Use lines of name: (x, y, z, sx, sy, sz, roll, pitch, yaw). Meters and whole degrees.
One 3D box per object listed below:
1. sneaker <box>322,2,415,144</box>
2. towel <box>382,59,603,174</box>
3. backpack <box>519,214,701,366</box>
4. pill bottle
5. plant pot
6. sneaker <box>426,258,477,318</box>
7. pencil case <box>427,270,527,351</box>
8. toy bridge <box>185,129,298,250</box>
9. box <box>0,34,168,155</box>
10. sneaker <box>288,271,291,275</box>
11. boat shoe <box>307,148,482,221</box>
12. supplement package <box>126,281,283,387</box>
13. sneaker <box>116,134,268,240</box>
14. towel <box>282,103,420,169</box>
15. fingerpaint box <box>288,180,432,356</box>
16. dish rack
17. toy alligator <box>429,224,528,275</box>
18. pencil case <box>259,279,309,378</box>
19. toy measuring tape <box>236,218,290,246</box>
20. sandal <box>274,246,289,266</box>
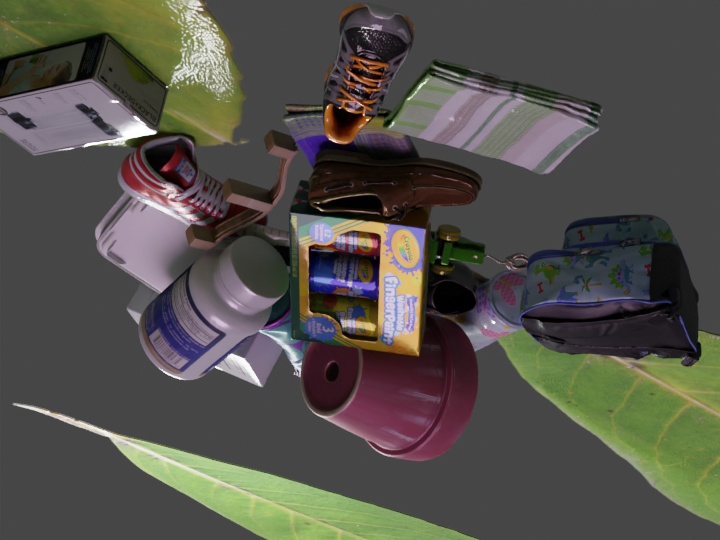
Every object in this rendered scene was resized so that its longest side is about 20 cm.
sneaker: (0.004, -0.199, 1.399, 0.078, 0.078, 0.200, 15, 154, -4)
towel: (0.139, -0.156, 1.465, 0.199, 0.031, 0.149, 12, 155, -15)
backpack: (0.299, 0.024, 1.666, 0.199, 0.148, 0.183, -5, 152, 24)
pill bottle: (-0.182, 0.044, 1.744, 0.119, 0.120, 0.200, 26, 135, -29)
plant pot: (0.027, 0.143, 1.825, 0.178, 0.201, 0.199, 15, 158, -40)
sneaker: (0.054, 0.019, 1.786, 0.198, 0.075, 0.106, -2, -169, -1)
pencil case: (0.166, 0.066, 1.891, 0.090, 0.084, 0.200, -4, 164, -27)
toy bridge: (-0.135, -0.089, 1.664, 0.067, 0.027, 0.200, 13, 134, -38)
box: (-0.332, -0.196, 1.568, 0.199, 0.060, 0.117, -6, 150, 34)
sneaker: (-0.005, 0.030, 1.917, 0.199, 0.079, 0.089, 2, 166, 33)
boat shoe: (0.038, -0.087, 1.580, 0.199, 0.068, 0.072, 5, 153, 11)
supplement package: (-0.209, 0.064, 1.956, 0.199, 0.114, 0.110, 21, 160, 20)
sneaker: (-0.197, -0.102, 1.701, 0.199, 0.072, 0.112, 21, 157, -15)
towel: (0.000, -0.132, 1.610, 0.143, 0.023, 0.200, 4, 155, 17)
fingerpaint box: (0.000, 0.000, 1.681, 0.166, 0.074, 0.201, 7, 128, 7)
dish rack: (-0.242, -0.025, 1.814, 0.200, 0.044, 0.172, 35, 128, -16)
toy alligator: (0.114, -0.029, 1.756, 0.199, 0.060, 0.054, 7, -159, -8)
pencil case: (-0.083, 0.089, 1.878, 0.092, 0.085, 0.200, -30, 141, 6)
toy measuring tape: (-0.058, -0.048, 1.752, 0.199, 0.074, 0.074, 12, 156, -8)
sandal: (-0.156, -0.029, 1.870, 0.199, 0.045, 0.075, 18, 155, -14)
